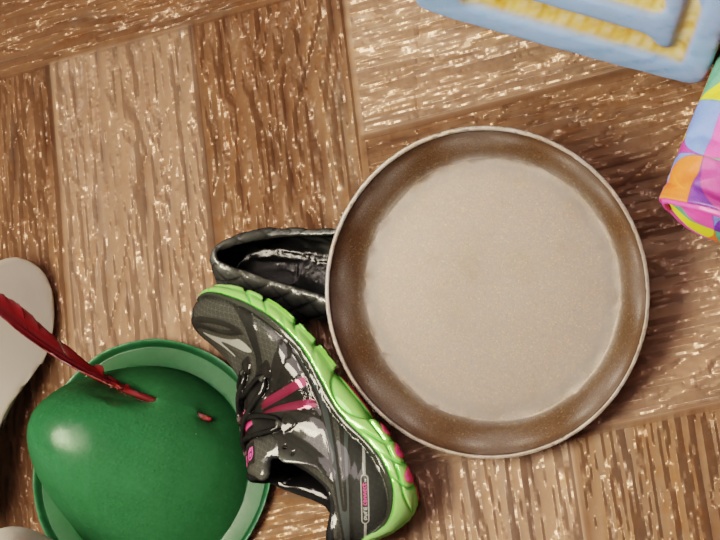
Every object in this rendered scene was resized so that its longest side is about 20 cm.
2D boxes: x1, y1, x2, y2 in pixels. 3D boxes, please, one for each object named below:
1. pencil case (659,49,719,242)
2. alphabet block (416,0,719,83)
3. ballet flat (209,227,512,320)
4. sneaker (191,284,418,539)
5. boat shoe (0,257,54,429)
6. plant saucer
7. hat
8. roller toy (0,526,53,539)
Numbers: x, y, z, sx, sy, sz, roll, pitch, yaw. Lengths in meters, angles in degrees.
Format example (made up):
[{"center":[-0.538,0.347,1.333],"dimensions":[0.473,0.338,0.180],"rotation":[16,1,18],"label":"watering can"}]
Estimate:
[{"center":[0.249,-0.111,1.391],"dimensions":[0.088,0.088,0.201],"rotation":[22,85,25],"label":"pencil case"},{"center":[0.149,-0.255,1.371],"dimensions":[0.194,0.197,0.201],"rotation":[15,72,2],"label":"alphabet block"},{"center":[0.000,0.000,1.471],"dimensions":[0.198,0.057,0.067],"rotation":[-6,73,19],"label":"ballet flat"},{"center":[-0.048,0.088,1.444],"dimensions":[0.084,0.077,0.200],"rotation":[-36,67,-11],"label":"sneaker"},{"center":[-0.273,0.086,1.549],"dimensions":[0.092,0.075,0.201],"rotation":[-22,40,48],"label":"boat shoe"},{"center":[0.078,0.012,1.421],"dimensions":[0.198,0.032,0.202],"rotation":[1,97,12],"label":"plant saucer"},{"center":[-0.175,0.100,1.445],"dimensions":[0.199,0.176,0.167],"rotation":[21,83,25],"label":"hat"},{"center":[-0.217,0.254,1.413],"dimensions":[0.139,0.200,0.183],"rotation":[-27,47,12],"label":"roller toy"}]
